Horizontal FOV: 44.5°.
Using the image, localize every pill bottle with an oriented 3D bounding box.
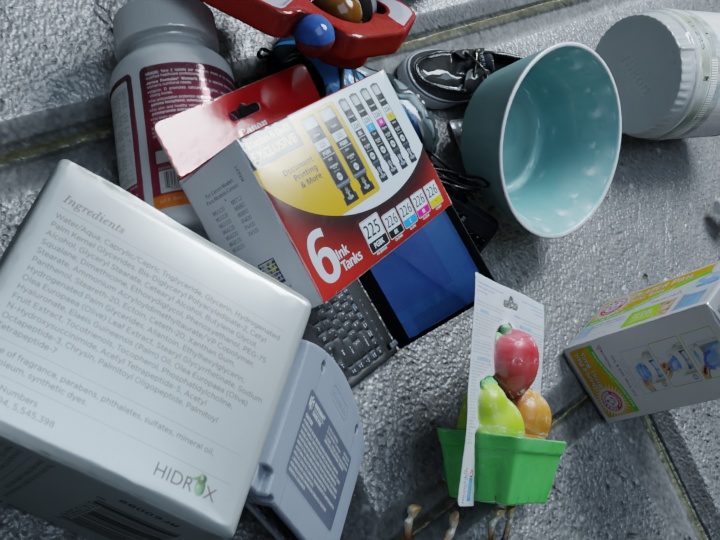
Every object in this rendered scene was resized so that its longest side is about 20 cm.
[{"bbox_3d":[-0.155,-0.121,0.749,0.108,0.109,0.205,0,74,-33],"label":"pill bottle"}]

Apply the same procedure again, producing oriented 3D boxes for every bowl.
[{"bbox_3d":[0.184,-0.144,0.963,0.198,0.104,0.206,-11,108,-37],"label":"bowl"}]

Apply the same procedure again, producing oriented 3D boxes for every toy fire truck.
[{"bbox_3d":[-0.054,-0.240,0.770,0.197,0.113,0.169,28,38,1],"label":"toy fire truck"}]

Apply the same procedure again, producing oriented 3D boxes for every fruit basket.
[{"bbox_3d":[0.134,0.119,0.844,0.184,0.092,0.205,19,68,-57],"label":"fruit basket"}]

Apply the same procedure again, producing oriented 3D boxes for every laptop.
[{"bbox_3d":[0.000,0.000,0.813,0.199,0.103,0.180,-32,91,-40],"label":"laptop"}]

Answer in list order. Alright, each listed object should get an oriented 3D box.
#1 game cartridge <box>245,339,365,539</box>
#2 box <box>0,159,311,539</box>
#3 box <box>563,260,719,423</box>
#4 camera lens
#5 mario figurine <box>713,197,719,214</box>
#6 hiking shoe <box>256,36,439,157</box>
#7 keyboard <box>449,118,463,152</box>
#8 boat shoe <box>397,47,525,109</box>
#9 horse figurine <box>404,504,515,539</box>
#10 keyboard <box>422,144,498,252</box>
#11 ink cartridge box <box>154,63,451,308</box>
[{"bbox_3d":[-0.043,0.144,0.705,0.201,0.041,0.135,69,29,-53],"label":"game cartridge"},{"bbox_3d":[-0.176,0.074,0.609,0.198,0.198,0.174,31,58,-19],"label":"box"},{"bbox_3d":[0.338,0.077,0.952,0.112,0.199,0.102,-37,94,-38],"label":"box"},{"bbox_3d":[0.417,-0.254,1.149,0.197,0.159,0.164,-9,78,-35],"label":"camera lens"},{"bbox_3d":[0.553,-0.070,1.244,0.121,0.108,0.201,18,44,14],"label":"mario figurine"},{"bbox_3d":[-0.011,-0.170,0.894,0.199,0.074,0.087,40,60,-3],"label":"hiking shoe"},{"bbox_3d":[0.187,-0.161,1.055,0.197,0.011,0.057,-12,80,-36],"label":"keyboard"},{"bbox_3d":[0.135,-0.224,1.007,0.196,0.066,0.072,2,72,-33],"label":"boat shoe"},{"bbox_3d":[0.091,0.283,0.800,0.197,0.049,0.136,11,84,-39],"label":"horse figurine"},{"bbox_3d":[0.056,-0.071,0.883,0.198,0.040,0.105,28,104,-23],"label":"keyboard"},{"bbox_3d":[-0.040,-0.082,0.710,0.199,0.083,0.178,-37,101,-47],"label":"ink cartridge box"}]
